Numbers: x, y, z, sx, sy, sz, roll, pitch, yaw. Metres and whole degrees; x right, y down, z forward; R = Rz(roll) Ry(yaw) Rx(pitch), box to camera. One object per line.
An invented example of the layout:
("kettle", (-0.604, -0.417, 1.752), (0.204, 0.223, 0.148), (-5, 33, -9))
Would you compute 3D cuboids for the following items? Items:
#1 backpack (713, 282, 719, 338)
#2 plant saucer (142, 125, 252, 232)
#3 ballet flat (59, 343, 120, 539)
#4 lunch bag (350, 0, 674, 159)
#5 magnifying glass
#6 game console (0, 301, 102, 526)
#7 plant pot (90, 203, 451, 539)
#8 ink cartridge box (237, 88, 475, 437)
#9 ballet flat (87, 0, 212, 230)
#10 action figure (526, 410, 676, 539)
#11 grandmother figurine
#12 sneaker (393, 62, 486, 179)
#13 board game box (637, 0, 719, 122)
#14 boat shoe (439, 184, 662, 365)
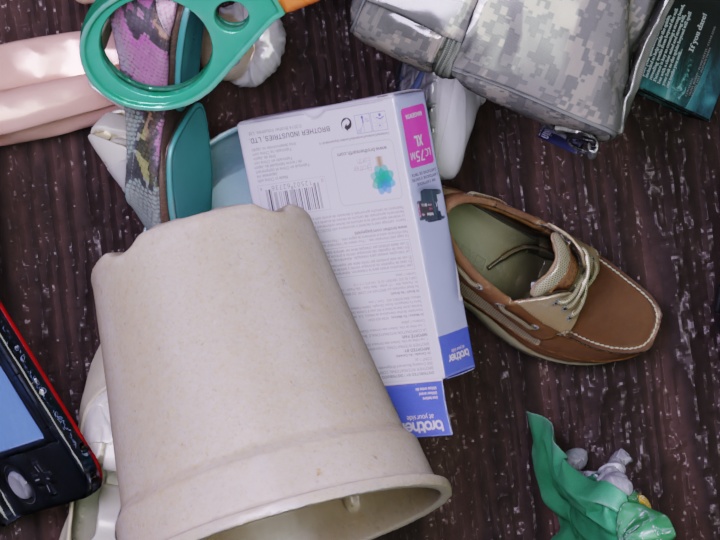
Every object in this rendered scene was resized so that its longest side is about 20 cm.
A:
("backpack", (0.337, -0.002, 1.769), (0.199, 0.153, 0.177), (6, 87, -16))
("plant saucer", (-0.040, 0.004, 1.765), (0.199, 0.036, 0.201), (-1, 94, -10))
("ballet flat", (-0.144, 0.127, 1.722), (0.069, 0.069, 0.201), (9, 103, -9))
("lunch bag", (0.102, -0.183, 1.626), (0.167, 0.139, 0.201), (23, 93, 6))
("magnifying glass", (-0.063, -0.144, 1.578), (0.199, 0.022, 0.080), (-21, 122, 16))
("game console", (-0.275, 0.082, 1.694), (0.119, 0.172, 0.200), (-36, 99, -33))
("plant pot", (-0.069, 0.068, 1.638), (0.200, 0.201, 0.184), (-15, 77, -8))
("ink cartridge box", (0.000, 0.000, 1.700), (0.042, 0.119, 0.201), (-14, 95, -53))
("ballet flat", (-0.124, -0.096, 1.673), (0.071, 0.069, 0.201), (13, 130, 14))
("action figure", (0.149, 0.147, 1.720), (0.055, 0.200, 0.119), (-23, 97, -7))
("grandmother figurine", (-0.141, -0.118, 1.730), (0.199, 0.061, 0.122), (-15, 116, -6))
("sneaker", (0.075, -0.149, 1.748), (0.087, 0.074, 0.201), (15, 82, -18))
("board game box", (0.196, -0.208, 1.768), (0.135, 0.028, 0.201), (22, 89, -34))
("boat shoe", (0.105, 0.005, 1.746), (0.199, 0.074, 0.076), (22, 77, -29))
